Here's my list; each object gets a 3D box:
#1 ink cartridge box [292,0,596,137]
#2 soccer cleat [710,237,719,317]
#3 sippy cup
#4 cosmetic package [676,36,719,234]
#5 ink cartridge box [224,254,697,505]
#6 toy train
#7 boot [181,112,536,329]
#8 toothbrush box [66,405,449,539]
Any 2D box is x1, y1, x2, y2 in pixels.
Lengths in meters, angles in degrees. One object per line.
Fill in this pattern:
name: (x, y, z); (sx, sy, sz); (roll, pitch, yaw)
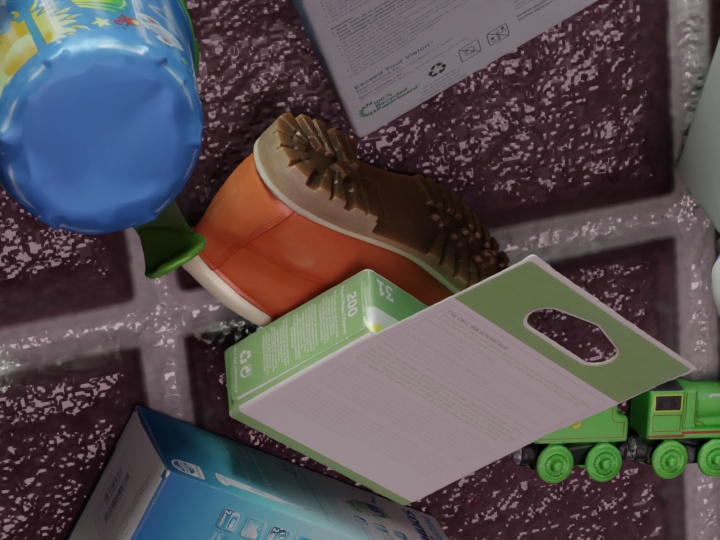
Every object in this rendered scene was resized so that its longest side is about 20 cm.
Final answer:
ink cartridge box: (0.057, -0.168, 1.130); (0.196, 0.043, 0.200); (-30, 153, -3)
soccer cleat: (0.268, -0.021, 1.150); (0.200, 0.086, 0.070); (-33, 125, 7)
sippy cup: (-0.134, -0.083, 1.115); (0.177, 0.130, 0.140); (22, 105, -24)
cosmetic package: (0.300, -0.102, 1.234); (0.198, 0.123, 0.201); (4, 119, -19)
ink cartridge box: (0.050, 0.046, 1.208); (0.200, 0.048, 0.145); (-30, 137, 30)
toy train: (0.181, 0.088, 1.341); (0.199, 0.042, 0.057); (-1, 102, -17)
boot: (0.000, 0.000, 1.237); (0.200, 0.075, 0.107); (28, 121, -31)
toothbrush box: (-0.060, 0.182, 1.279); (0.199, 0.085, 0.147); (22, 104, -24)
